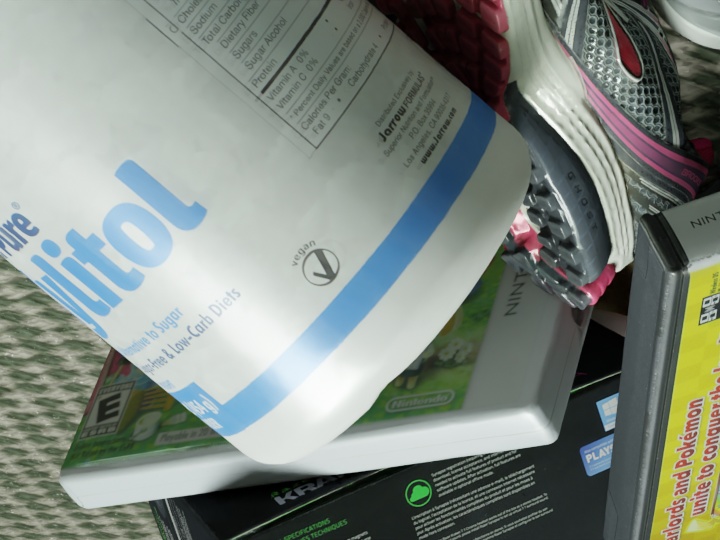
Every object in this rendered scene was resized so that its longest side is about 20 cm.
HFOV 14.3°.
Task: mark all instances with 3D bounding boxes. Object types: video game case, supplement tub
[{"bbox_3d":[0.000,0.000,1.041,0.200,0.182,0.022,-11,132,31],"label":"video game case"},{"bbox_3d":[-0.060,-0.049,0.862,0.200,0.132,0.132,39,150,-9],"label":"supplement tub"},{"bbox_3d":[0.170,0.018,0.936,0.180,0.026,0.200,-19,149,-11],"label":"video game case"}]

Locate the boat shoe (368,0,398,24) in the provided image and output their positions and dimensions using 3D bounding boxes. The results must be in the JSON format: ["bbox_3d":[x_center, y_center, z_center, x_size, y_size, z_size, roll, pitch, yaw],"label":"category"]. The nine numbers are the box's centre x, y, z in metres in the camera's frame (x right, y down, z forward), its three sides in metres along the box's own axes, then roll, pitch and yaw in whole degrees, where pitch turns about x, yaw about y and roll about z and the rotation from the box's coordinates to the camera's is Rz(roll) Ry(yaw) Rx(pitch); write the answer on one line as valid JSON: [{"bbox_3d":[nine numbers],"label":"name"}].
[{"bbox_3d":[-0.064,-0.098,0.966,0.199,0.072,0.068,9,122,3],"label":"boat shoe"}]

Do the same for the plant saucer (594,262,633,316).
[{"bbox_3d":[0.023,-0.007,1.216,0.200,0.036,0.200,2,160,1],"label":"plant saucer"}]

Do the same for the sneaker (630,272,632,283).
[{"bbox_3d":[0.144,0.060,1.150,0.074,0.200,0.087,1,133,3],"label":"sneaker"}]

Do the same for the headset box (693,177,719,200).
[{"bbox_3d":[0.224,-0.006,1.044,0.149,0.077,0.200,-40,144,12],"label":"headset box"}]

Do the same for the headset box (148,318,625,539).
[{"bbox_3d":[0.017,0.083,1.092,0.174,0.093,0.200,-22,-165,-10],"label":"headset box"}]

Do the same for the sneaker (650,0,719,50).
[{"bbox_3d":[0.167,-0.115,0.857,0.199,0.075,0.115,-6,156,23],"label":"sneaker"}]

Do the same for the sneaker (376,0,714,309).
[{"bbox_3d":[0.053,-0.084,0.912,0.081,0.075,0.200,32,154,45],"label":"sneaker"}]

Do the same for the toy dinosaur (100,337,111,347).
[{"bbox_3d":[-0.092,0.014,1.184,0.200,0.048,0.088,41,164,-35],"label":"toy dinosaur"}]

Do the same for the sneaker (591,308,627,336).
[{"bbox_3d":[0.039,0.063,1.246,0.200,0.071,0.073,-13,155,35],"label":"sneaker"}]
